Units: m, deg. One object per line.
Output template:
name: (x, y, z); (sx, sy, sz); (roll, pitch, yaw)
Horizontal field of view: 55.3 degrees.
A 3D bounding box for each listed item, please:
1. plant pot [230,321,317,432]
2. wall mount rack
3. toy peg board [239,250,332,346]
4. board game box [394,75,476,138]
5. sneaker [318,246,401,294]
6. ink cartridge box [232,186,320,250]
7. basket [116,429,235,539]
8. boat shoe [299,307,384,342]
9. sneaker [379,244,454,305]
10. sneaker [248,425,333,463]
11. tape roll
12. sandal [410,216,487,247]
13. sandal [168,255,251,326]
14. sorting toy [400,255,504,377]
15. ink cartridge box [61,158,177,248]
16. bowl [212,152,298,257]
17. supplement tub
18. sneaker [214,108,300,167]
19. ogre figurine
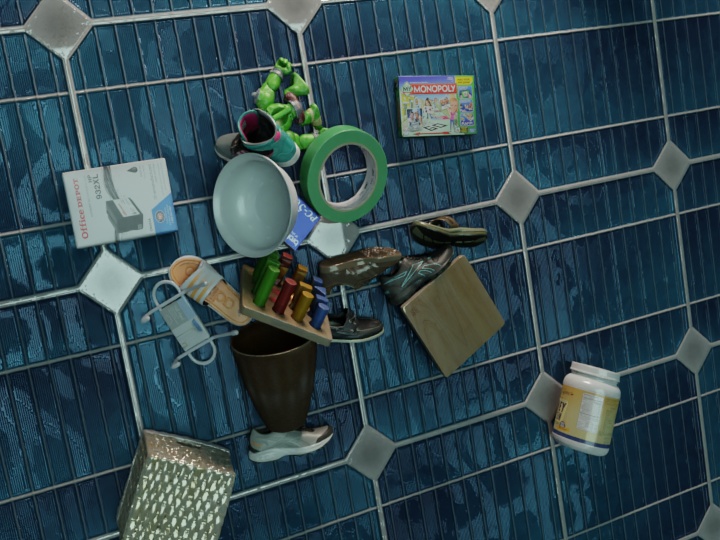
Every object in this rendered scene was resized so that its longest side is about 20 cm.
plant pot: (-0.170, 0.229, 1.453); (0.182, 0.187, 0.206); (-12, 109, -17)
wall mount rack: (-0.345, 0.106, 1.407); (0.171, 0.075, 0.203); (-29, 104, 9)
toy peg board: (-0.141, 0.035, 1.418); (0.195, 0.201, 0.100); (22, 109, -18)
board game box: (0.177, -0.384, 1.610); (0.194, 0.029, 0.139); (-6, 95, -19)
sneaker: (0.000, 0.000, 1.557); (0.194, 0.071, 0.078); (-10, 114, -14)
ink cartridge box: (-0.189, -0.145, 1.486); (0.199, 0.044, 0.095); (43, 81, -16)
basket: (-0.372, 0.457, 1.384); (0.193, 0.160, 0.206); (18, 89, -19)
boat shoe: (-0.040, 0.117, 1.532); (0.193, 0.075, 0.068); (-2, 112, -10)
sneaker: (0.131, -0.007, 1.585); (0.198, 0.075, 0.080); (-38, 98, -12)
sneaker: (-0.151, 0.364, 1.509); (0.194, 0.074, 0.082); (-8, 90, -18)
tape roll: (-0.035, -0.208, 1.498); (0.195, 0.048, 0.206); (-12, 116, -26)
sandal: (0.204, -0.094, 1.617); (0.195, 0.080, 0.059); (3, 66, -21)
sandal: (-0.307, 0.043, 1.446); (0.205, 0.059, 0.080); (37, 82, -16)
sorting toy: (0.208, 0.104, 1.619); (0.197, 0.069, 0.202); (-38, 105, -14)
ink cartridge box: (-0.475, -0.133, 1.367); (0.194, 0.083, 0.150); (-12, 97, -18)
bowl: (-0.197, -0.133, 1.394); (0.090, 0.196, 0.208); (-14, 99, -61)
supplement tub: (0.566, 0.342, 1.715); (0.141, 0.144, 0.206); (14, 88, -18)
sneaker: (-0.228, -0.267, 1.383); (0.194, 0.121, 0.086); (8, 68, 22)
ogre figurine: (-0.153, -0.339, 1.463); (0.119, 0.097, 0.204); (-33, 116, -25)
